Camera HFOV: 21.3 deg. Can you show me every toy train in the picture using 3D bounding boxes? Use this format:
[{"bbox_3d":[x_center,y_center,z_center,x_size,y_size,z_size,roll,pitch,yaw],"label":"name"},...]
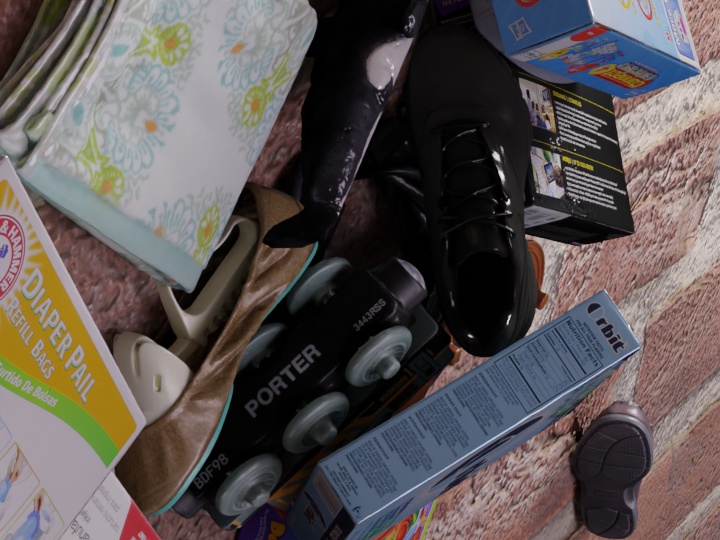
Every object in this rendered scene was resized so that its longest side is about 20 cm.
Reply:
[{"bbox_3d":[-0.032,0.076,1.126,0.200,0.085,0.114,-44,155,2],"label":"toy train"}]

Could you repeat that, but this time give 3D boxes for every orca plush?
[{"bbox_3d":[-0.021,-0.104,1.078,0.105,0.071,0.201,121,-8,-69],"label":"orca plush"}]

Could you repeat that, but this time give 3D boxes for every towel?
[{"bbox_3d":[-0.097,-0.095,0.953,0.172,0.048,0.200,-62,153,-8],"label":"towel"}]

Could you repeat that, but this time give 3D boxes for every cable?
[{"bbox_3d":[0.000,0.000,1.203,0.163,0.051,0.201,-47,148,-34],"label":"cable"}]

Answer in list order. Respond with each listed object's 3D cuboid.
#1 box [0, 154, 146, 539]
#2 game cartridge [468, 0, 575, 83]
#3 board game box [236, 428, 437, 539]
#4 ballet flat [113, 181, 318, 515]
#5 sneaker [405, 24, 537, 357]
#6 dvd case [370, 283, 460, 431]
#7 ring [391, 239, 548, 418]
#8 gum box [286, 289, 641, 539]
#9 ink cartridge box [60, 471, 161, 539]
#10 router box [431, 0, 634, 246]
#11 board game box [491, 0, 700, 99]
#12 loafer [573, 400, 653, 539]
[{"bbox_3d":[-0.187,0.031,0.812,0.102,0.112,0.200,-54,149,-25],"label":"box"},{"bbox_3d":[0.110,-0.187,1.201,0.200,0.041,0.134,9,61,-62],"label":"game cartridge"},{"bbox_3d":[-0.015,0.179,1.320,0.200,0.045,0.135,7,104,-63],"label":"board game box"},{"bbox_3d":[-0.093,0.035,1.054,0.072,0.068,0.200,45,69,-40],"label":"ballet flat"},{"bbox_3d":[0.069,-0.044,1.118,0.091,0.076,0.201,-55,134,-79],"label":"sneaker"},{"bbox_3d":[0.068,0.019,1.306,0.200,0.016,0.149,-45,160,-59],"label":"dvd case"},{"bbox_3d":[0.075,0.071,1.295,0.201,0.019,0.201,-49,157,-29],"label":"ring"},{"bbox_3d":[0.057,0.099,1.148,0.199,0.045,0.170,-30,169,-16],"label":"gum box"},{"bbox_3d":[-0.197,0.178,0.938,0.200,0.083,0.144,-56,152,-20],"label":"ink cartridge box"},{"bbox_3d":[0.119,-0.100,1.273,0.200,0.051,0.150,10,70,-63],"label":"router box"},{"bbox_3d":[0.124,-0.215,1.142,0.196,0.056,0.201,6,68,-62],"label":"board game box"},{"bbox_3d":[0.236,0.174,1.776,0.200,0.072,0.063,87,16,-51],"label":"loafer"}]
